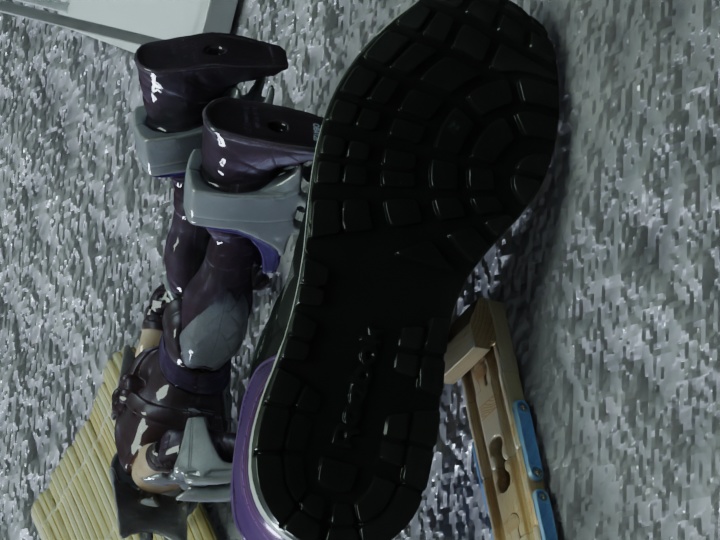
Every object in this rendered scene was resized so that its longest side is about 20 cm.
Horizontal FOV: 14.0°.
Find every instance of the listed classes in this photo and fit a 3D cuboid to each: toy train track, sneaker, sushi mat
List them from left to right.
[{"bbox_3d":[-0.084,0.125,1.149,0.096,0.012,0.200,-62,35,27],"label":"sushi mat"},{"bbox_3d":[0.000,0.000,0.976,0.200,0.076,0.088,-68,12,-16],"label":"sneaker"},{"bbox_3d":[0.045,0.097,0.927,0.115,0.032,0.200,-46,43,42],"label":"toy train track"}]

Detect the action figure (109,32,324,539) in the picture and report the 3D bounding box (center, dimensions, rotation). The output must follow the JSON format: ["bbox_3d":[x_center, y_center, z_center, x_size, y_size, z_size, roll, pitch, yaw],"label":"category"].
[{"bbox_3d":[-0.056,0.019,1.062,0.130,0.069,0.200,-112,28,-50],"label":"action figure"}]

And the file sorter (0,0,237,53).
[{"bbox_3d":[-0.116,-0.197,1.195,0.139,0.124,0.201,24,102,59],"label":"file sorter"}]
